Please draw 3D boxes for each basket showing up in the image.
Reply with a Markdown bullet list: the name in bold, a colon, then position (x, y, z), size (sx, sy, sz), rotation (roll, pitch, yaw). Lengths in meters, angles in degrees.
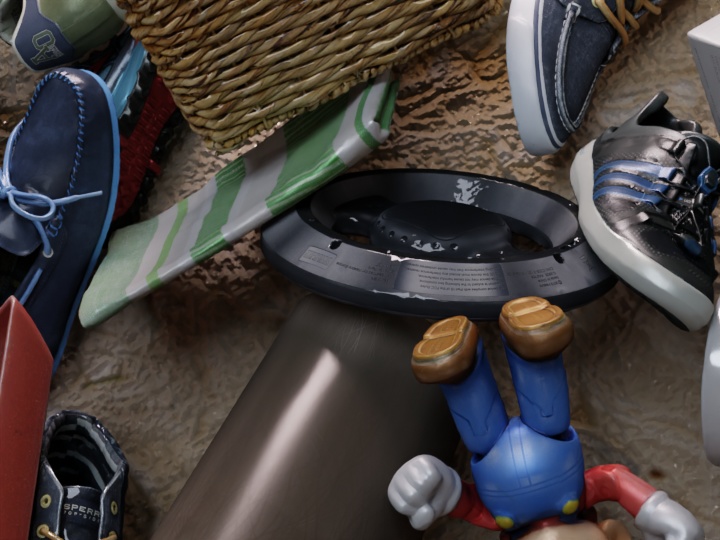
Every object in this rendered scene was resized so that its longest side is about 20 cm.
- **basket**: position (-0.025, 0.121, 1.378), size (0.136, 0.180, 0.200), rotation (18, 61, 15)
- **basket**: position (-0.043, -0.191, 1.455), size (0.200, 0.149, 0.143), rotation (-26, 48, 4)

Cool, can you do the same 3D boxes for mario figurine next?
- **mario figurine**: position (0.095, 0.121, 1.321), size (0.123, 0.200, 0.106), rotation (-3, 26, 41)

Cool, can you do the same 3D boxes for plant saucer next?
- **plant saucer**: position (-0.220, 0.141, 1.434), size (0.037, 0.200, 0.200), rotation (15, 62, -19)

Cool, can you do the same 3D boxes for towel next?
- **towel**: position (-0.067, -0.046, 1.472), size (0.200, 0.023, 0.153), rotation (-31, 14, 12)

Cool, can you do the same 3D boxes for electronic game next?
- **electronic game**: position (0.045, -0.013, 1.424), size (0.200, 0.200, 0.042), rotation (13, 111, 23)

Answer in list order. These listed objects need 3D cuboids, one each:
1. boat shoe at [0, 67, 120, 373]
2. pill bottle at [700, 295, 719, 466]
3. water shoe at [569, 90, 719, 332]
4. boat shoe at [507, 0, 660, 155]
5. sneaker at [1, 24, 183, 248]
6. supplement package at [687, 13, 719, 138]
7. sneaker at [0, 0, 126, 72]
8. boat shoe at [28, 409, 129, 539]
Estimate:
- **boat shoe**: position (-0.191, -0.019, 1.500), size (0.084, 0.069, 0.200), rotation (18, 100, 43)
- **pill bottle**: position (0.282, 0.062, 1.330), size (0.200, 0.113, 0.113), rotation (5, 65, 20)
- **water shoe**: position (0.162, -0.040, 1.391), size (0.079, 0.071, 0.200), rotation (-47, 22, 14)
- **boat shoe**: position (0.143, -0.160, 1.507), size (0.091, 0.071, 0.200), rotation (-2, 61, 22)
- **sneaker**: position (-0.156, -0.115, 1.586), size (0.095, 0.079, 0.200), rotation (18, 70, 27)
- **supplement package**: position (0.284, -0.082, 1.348), size (0.117, 0.117, 0.200), rotation (-32, 30, -17)
- **sneaker**: position (-0.191, -0.178, 1.597), size (0.090, 0.067, 0.200), rotation (-36, 26, 1)
- **boat shoe**: position (-0.158, 0.163, 1.391), size (0.071, 0.091, 0.200), rotation (6, 32, -19)
